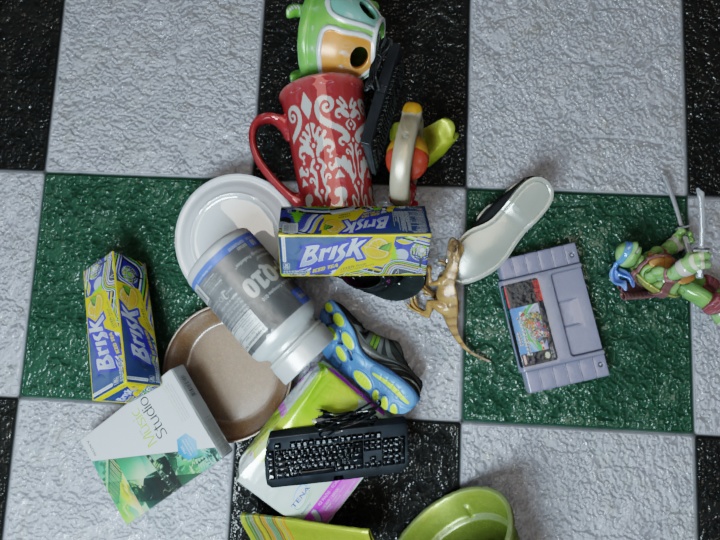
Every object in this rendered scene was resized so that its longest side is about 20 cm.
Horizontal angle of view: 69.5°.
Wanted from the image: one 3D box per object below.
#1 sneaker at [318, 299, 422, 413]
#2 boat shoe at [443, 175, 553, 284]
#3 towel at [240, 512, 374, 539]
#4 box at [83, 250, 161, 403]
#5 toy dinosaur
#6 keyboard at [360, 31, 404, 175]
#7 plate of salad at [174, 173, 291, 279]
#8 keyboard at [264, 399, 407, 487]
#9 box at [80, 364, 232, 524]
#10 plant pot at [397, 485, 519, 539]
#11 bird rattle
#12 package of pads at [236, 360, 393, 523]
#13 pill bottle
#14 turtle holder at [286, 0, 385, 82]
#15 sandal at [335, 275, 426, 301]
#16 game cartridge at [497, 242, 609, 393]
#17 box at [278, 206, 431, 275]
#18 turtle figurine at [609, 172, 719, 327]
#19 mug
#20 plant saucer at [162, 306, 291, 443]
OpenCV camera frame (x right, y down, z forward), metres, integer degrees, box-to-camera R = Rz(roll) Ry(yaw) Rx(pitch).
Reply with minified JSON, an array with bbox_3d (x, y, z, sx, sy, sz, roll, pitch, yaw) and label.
[{"bbox_3d":[0.012,0.124,0.767,0.199,0.082,0.071,43,116,16],"label":"sneaker"},{"bbox_3d":[0.203,-0.062,0.785,0.074,0.060,0.201,40,100,-4],"label":"boat shoe"},{"bbox_3d":[-0.070,0.371,0.710,0.195,0.018,0.087,-4,123,22],"label":"towel"},{"bbox_3d":[-0.346,0.081,0.748,0.069,0.064,0.204,-27,64,18],"label":"box"},{"bbox_3d":[0.126,0.053,0.766,0.060,0.105,0.204,-34,123,-39],"label":"toy dinosaur"},{"bbox_3d":[0.034,-0.254,0.754,0.020,0.128,0.204,5,62,19],"label":"keyboard"},{"bbox_3d":[-0.188,-0.046,0.804,0.195,0.048,0.206,0,93,2],"label":"plate of salad"},{"bbox_3d":[-0.030,0.235,0.689,0.195,0.040,0.107,-4,96,-10],"label":"keyboard"},{"bbox_3d":[-0.300,0.254,0.755,0.199,0.036,0.146,-37,83,14],"label":"box"},{"bbox_3d":[0.160,0.430,0.679,0.199,0.200,0.186,-36,95,-2],"label":"plant pot"},{"bbox_3d":[0.062,-0.148,0.755,0.110,0.163,0.204,18,77,15],"label":"bird rattle"},{"bbox_3d":[-0.063,0.250,0.739,0.154,0.068,0.201,40,85,-10],"label":"package of pads"},{"bbox_3d":[-0.135,0.051,0.721,0.114,0.114,0.200,-43,88,-3],"label":"pill bottle"},{"bbox_3d":[-0.028,-0.354,0.795,0.128,0.186,0.144,9,111,10],"label":"turtle holder"},{"bbox_3d":[-0.001,0.001,0.767,0.196,0.048,0.077,16,116,18],"label":"sandal"},{"bbox_3d":[0.285,0.071,0.782,0.127,0.038,0.205,-12,83,-4],"label":"game cartridge"},{"bbox_3d":[-0.009,-0.039,0.692,0.195,0.071,0.065,0,40,-4],"label":"box"},{"bbox_3d":[0.479,-0.016,0.730,0.192,0.144,0.202,35,89,2],"label":"turtle figurine"},{"bbox_3d":[-0.063,-0.164,0.783,0.174,0.133,0.205,-10,87,18],"label":"mug"},{"bbox_3d":[-0.198,0.153,0.786,0.195,0.037,0.206,0,83,2],"label":"plant saucer"}]
